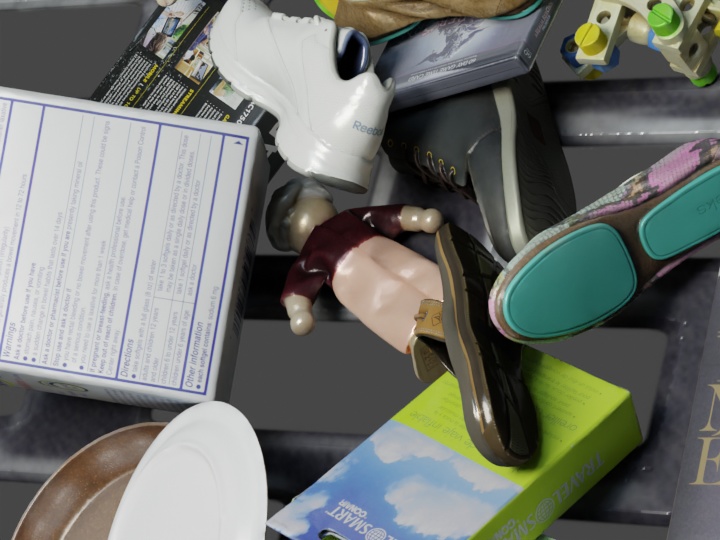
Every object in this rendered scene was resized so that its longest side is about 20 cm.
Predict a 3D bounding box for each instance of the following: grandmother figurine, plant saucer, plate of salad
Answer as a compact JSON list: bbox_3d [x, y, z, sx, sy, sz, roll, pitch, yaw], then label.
[{"bbox_3d":[0.000,0.000,1.835,0.121,0.061,0.200,-31,42,-18],"label":"grandmother figurine"},{"bbox_3d":[-0.147,0.197,1.840,0.200,0.034,0.201,-16,58,27],"label":"plant saucer"},{"bbox_3d":[-0.105,0.180,1.754,0.200,0.048,0.201,-35,46,47],"label":"plate of salad"}]

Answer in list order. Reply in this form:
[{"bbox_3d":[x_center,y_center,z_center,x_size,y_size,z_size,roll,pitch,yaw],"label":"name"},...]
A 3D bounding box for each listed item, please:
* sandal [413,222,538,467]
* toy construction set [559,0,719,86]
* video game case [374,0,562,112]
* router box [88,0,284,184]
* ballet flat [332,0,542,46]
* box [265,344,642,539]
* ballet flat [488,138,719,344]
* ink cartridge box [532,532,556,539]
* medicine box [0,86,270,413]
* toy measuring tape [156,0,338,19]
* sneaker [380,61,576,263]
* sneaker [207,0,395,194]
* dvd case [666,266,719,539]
[{"bbox_3d":[0.064,0.046,1.685,0.054,0.082,0.200,-31,39,21],"label":"sandal"},{"bbox_3d":[0.210,-0.204,1.781,0.131,0.092,0.201,18,87,40],"label":"toy construction set"},{"bbox_3d":[0.088,-0.190,1.844,0.143,0.019,0.200,-13,40,44],"label":"video game case"},{"bbox_3d":[-0.129,-0.088,1.972,0.149,0.051,0.200,36,88,40],"label":"router box"},{"bbox_3d":[0.036,-0.190,1.815,0.200,0.072,0.068,0,48,53],"label":"ballet flat"},{"bbox_3d":[0.056,0.124,1.671,0.200,0.048,0.122,-39,41,-26],"label":"box"},{"bbox_3d":[0.152,-0.019,1.706,0.200,0.069,0.071,-31,24,-16],"label":"ballet flat"},{"bbox_3d":[0.064,0.245,1.655,0.145,0.048,0.201,20,78,40],"label":"ink cartridge box"},{"bbox_3d":[-0.173,-0.011,1.848,0.199,0.103,0.183,9,81,3],"label":"medicine box"},{"bbox_3d":[-0.037,-0.190,1.938,0.199,0.074,0.074,-17,55,6],"label":"toy measuring tape"},{"bbox_3d":[0.071,-0.061,1.811,0.106,0.075,0.201,-29,42,23],"label":"sneaker"},{"bbox_3d":[-0.031,-0.130,1.837,0.087,0.074,0.200,-60,42,19],"label":"sneaker"},{"bbox_3d":[0.259,0.078,1.633,0.148,0.016,0.201,-1,65,35],"label":"dvd case"}]
